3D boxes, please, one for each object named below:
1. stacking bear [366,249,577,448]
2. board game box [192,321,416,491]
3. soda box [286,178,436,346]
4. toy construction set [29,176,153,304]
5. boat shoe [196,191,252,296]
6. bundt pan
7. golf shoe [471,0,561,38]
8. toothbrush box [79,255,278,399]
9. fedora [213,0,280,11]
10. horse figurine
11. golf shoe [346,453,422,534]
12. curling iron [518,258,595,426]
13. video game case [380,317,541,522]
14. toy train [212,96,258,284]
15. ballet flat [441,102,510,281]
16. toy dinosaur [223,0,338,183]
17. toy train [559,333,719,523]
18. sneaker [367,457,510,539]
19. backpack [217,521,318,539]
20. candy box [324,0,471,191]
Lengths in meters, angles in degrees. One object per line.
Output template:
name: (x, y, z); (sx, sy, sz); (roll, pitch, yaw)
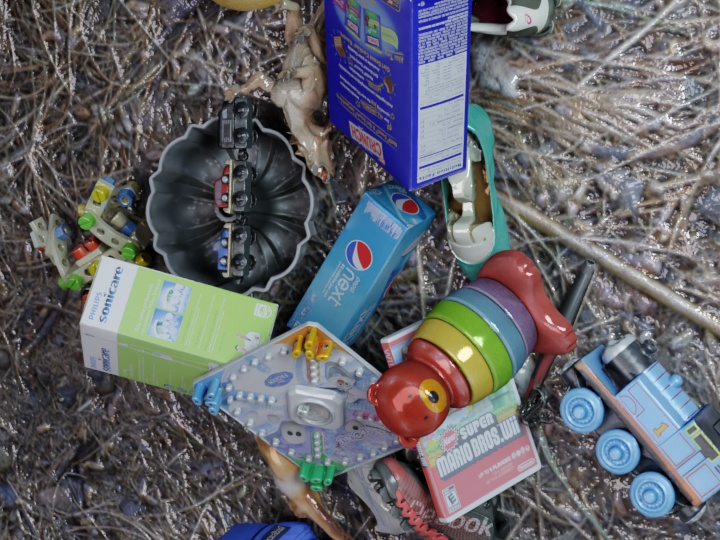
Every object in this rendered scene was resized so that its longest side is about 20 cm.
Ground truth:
stacking bear: (0.095, 0.087, 1.423); (0.122, 0.200, 0.114); (57, 156, -14)
board game box: (-0.048, 0.150, 1.517); (0.200, 0.026, 0.199); (40, 134, -25)
soda box: (0.000, 0.000, 1.568); (0.064, 0.068, 0.200); (41, 123, 14)
toy construction set: (-0.327, -0.035, 1.754); (0.199, 0.092, 0.131); (-19, 119, 43)
boat shoe: (-0.164, 0.003, 1.682); (0.067, 0.057, 0.201); (-4, 104, 34)
bundt pan: (-0.133, -0.069, 1.604); (0.201, 0.076, 0.203); (0, 91, 18)
golf shoe: (0.095, -0.273, 1.407); (0.199, 0.088, 0.078); (16, 116, 29)
toothbrush box: (-0.200, 0.072, 1.588); (0.199, 0.087, 0.146); (14, 156, -2)
fedora: (-0.095, -0.364, 1.490); (0.199, 0.082, 0.202); (-1, 89, 29)
horse figurine: (-0.082, 0.225, 1.665); (0.132, 0.050, 0.201); (35, 150, 61)
golf shoe: (0.004, 0.213, 1.635); (0.097, 0.078, 0.201); (-29, 88, 42)
curling iron: (0.206, 0.077, 1.483); (0.050, 0.025, 0.201); (47, 128, 48)
video game case: (0.107, 0.141, 1.501); (0.017, 0.143, 0.201); (-10, 101, 54)
toy train: (-0.136, -0.085, 1.548); (0.046, 0.034, 0.202); (1, 91, 22)
ballet flat: (0.108, -0.069, 1.474); (0.067, 0.070, 0.201); (-1, 106, 28)
toy dinosaur: (-0.051, -0.207, 1.517); (0.086, 0.135, 0.201); (24, 92, 41)
toy train: (0.287, 0.152, 1.428); (0.114, 0.087, 0.200); (-45, 77, 25)
sneaker: (0.090, 0.250, 1.549); (0.098, 0.071, 0.200); (-43, 120, 3)
backpack: (-0.088, 0.385, 1.687); (0.199, 0.162, 0.169); (-4, 113, 31)
candy box: (0.034, -0.206, 1.399); (0.169, 0.077, 0.201); (44, 144, 46)
